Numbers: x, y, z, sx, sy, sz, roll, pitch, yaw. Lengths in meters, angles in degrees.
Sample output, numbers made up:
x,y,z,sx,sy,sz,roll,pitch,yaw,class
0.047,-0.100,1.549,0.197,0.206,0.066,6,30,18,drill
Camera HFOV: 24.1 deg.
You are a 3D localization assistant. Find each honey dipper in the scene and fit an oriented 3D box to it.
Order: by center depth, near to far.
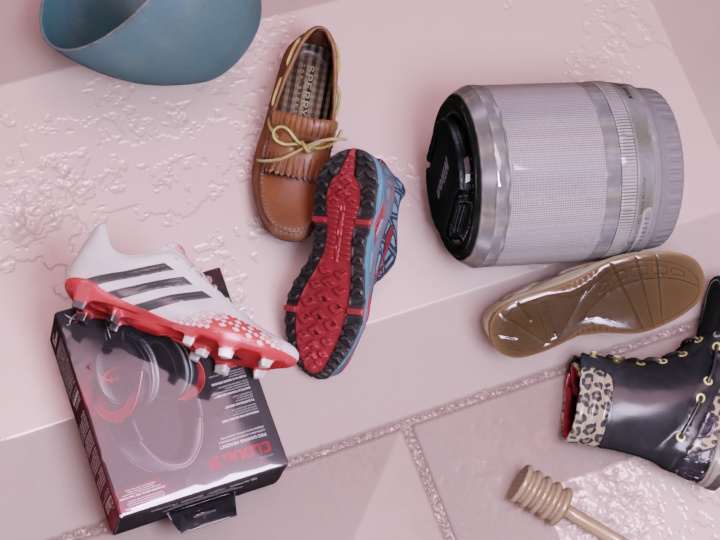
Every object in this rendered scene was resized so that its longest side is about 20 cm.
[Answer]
x,y,z,sx,sy,sz,roll,pitch,yaw,class
0.220,0.235,1.467,0.199,0.038,0.038,32,67,-5,honey dipper

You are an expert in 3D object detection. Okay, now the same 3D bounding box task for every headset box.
x,y,z,sx,sy,sz,roll,pitch,yaw,class
-0.157,0.117,1.399,0.148,0.075,0.201,-15,74,-18,headset box

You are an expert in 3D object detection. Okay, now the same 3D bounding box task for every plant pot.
x,y,z,sx,sy,sz,roll,pitch,yaw,class
-0.165,-0.240,1.482,0.135,0.199,0.201,37,61,-38,plant pot

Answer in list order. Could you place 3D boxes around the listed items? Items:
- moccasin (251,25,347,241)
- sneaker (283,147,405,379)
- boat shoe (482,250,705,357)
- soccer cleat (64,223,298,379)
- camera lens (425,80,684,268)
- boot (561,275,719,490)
x,y,z,sx,sy,sz,roll,pitch,yaw,class
-0.050,-0.123,1.508,0.073,0.078,0.202,17,68,-6,moccasin
0.000,0.000,1.473,0.079,0.095,0.201,14,90,33,sneaker
0.206,0.025,1.502,0.199,0.065,0.073,-17,103,-2,boat shoe
-0.139,0.024,1.362,0.199,0.069,0.086,18,70,-2,soccer cleat
0.167,-0.086,1.499,0.199,0.160,0.161,-3,71,-14,camera lens
0.267,0.083,1.511,0.153,0.074,0.205,14,67,-4,boot
